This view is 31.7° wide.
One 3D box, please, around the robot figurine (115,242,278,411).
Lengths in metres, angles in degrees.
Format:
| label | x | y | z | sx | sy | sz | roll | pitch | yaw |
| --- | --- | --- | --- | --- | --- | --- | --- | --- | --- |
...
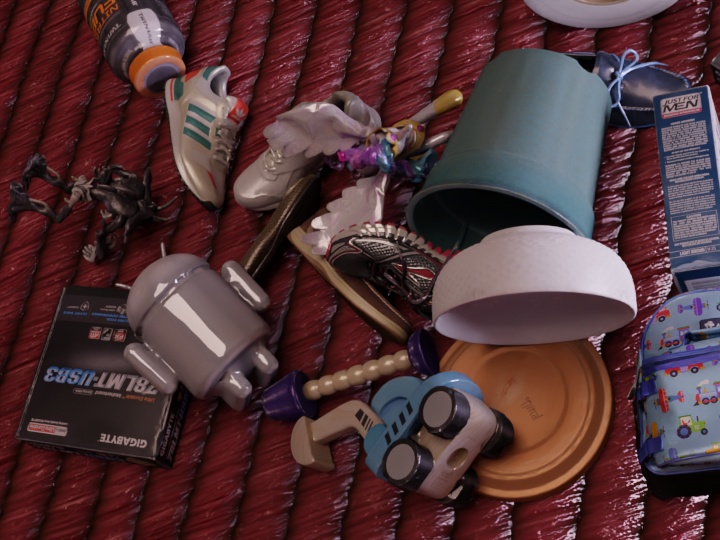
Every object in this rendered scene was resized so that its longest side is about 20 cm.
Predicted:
| label | x | y | z | sx | sy | sz | roll | pitch | yaw |
| --- | --- | --- | --- | --- | --- | --- | --- | --- | --- |
| robot figurine | -0.179 | 0.062 | 1.402 | 0.200 | 0.113 | 0.169 | 45 | 64 | 10 |

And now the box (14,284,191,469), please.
| label | x | y | z | sx | sy | sz | roll | pitch | yaw |
| --- | --- | --- | --- | --- | --- | --- | --- | --- | --- |
| box | -0.290 | 0.122 | 1.497 | 0.199 | 0.050 | 0.200 | 5 | 67 | 24 |

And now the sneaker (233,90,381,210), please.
| label | x | y | z | sx | sy | sz | roll | pitch | yaw |
| --- | --- | --- | --- | --- | --- | --- | --- | --- | --- |
| sneaker | -0.077 | -0.151 | 1.502 | 0.200 | 0.099 | 0.078 | -36 | 58 | 4 |

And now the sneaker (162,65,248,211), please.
| label | x | y | z | sx | sy | sz | roll | pitch | yaw |
| --- | --- | --- | --- | --- | --- | --- | --- | --- | --- |
| sneaker | -0.183 | -0.172 | 1.573 | 0.093 | 0.070 | 0.201 | -22 | 60 | 13 |

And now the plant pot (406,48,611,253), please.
| label | x | y | z | sx | sy | sz | roll | pitch | yaw |
| --- | --- | --- | --- | --- | --- | --- | --- | --- | --- |
| plant pot | 0.171 | -0.113 | 1.338 | 0.199 | 0.201 | 0.197 | 7 | 61 | 25 |

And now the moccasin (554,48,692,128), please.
| label | x | y | z | sx | sy | sz | roll | pitch | yaw |
| --- | --- | --- | --- | --- | --- | --- | --- | --- | --- |
| moccasin | 0.264 | -0.203 | 1.401 | 0.199 | 0.068 | 0.081 | 6 | 69 | 25 |

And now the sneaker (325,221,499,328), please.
| label | x | y | z | sx | sy | sz | roll | pitch | yaw |
| --- | --- | --- | --- | --- | --- | --- | --- | --- | --- |
| sneaker | 0.057 | 0.007 | 1.341 | 0.199 | 0.081 | 0.075 | 16 | 61 | 8 |

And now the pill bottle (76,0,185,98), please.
| label | x | y | z | sx | sy | sz | roll | pitch | yaw |
| --- | --- | --- | --- | --- | --- | --- | --- | --- | --- |
| pill bottle | -0.297 | -0.318 | 1.668 | 0.106 | 0.106 | 0.201 | -34 | 58 | 5 |

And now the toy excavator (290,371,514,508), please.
| label | x | y | z | sx | sy | sz | roll | pitch | yaw |
| --- | --- | --- | --- | --- | --- | --- | --- | --- | --- |
| toy excavator | 0.032 | 0.165 | 1.302 | 0.195 | 0.100 | 0.200 | -55 | 42 | 10 |

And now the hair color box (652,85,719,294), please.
| label | x | y | z | sx | sy | sz | roll | pitch | yaw |
| --- | --- | --- | --- | --- | --- | --- | --- | --- | --- |
| hair color box | 0.343 | -0.074 | 1.290 | 0.060 | 0.100 | 0.201 | -9 | 63 | 20 |

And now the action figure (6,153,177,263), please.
| label | x | y | z | sx | sy | sz | roll | pitch | yaw |
| --- | --- | --- | --- | --- | --- | --- | --- | --- | --- |
| action figure | -0.329 | -0.082 | 1.580 | 0.199 | 0.102 | 0.120 | 13 | 61 | 0 |

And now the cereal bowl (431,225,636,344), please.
| label | x | y | z | sx | sy | sz | roll | pitch | yaw |
| --- | --- | --- | --- | --- | --- | --- | --- | --- | --- |
| cereal bowl | 0.166 | 0.010 | 1.226 | 0.199 | 0.200 | 0.084 | -7 | 73 | 20 |

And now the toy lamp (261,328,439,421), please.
| label | x | y | z | sx | sy | sz | roll | pitch | yaw |
| --- | --- | --- | --- | --- | --- | --- | --- | --- | --- |
| toy lamp | -0.014 | 0.119 | 1.370 | 0.199 | 0.058 | 0.059 | -19 | 61 | 21 |

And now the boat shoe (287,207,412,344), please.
| label | x | y | z | sx | sy | sz | roll | pitch | yaw |
| --- | --- | --- | --- | --- | --- | --- | --- | --- | --- |
| boat shoe | 0.000 | 0.000 | 1.420 | 0.072 | 0.072 | 0.200 | -43 | 54 | -3 |

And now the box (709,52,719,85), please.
| label | x | y | z | sx | sy | sz | roll | pitch | yaw |
| --- | --- | --- | --- | --- | --- | --- | --- | --- | --- |
| box | 0.496 | -0.246 | 1.337 | 0.159 | 0.046 | 0.200 | 39 | 86 | 32 |

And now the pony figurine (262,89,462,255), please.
| label | x | y | z | sx | sy | sz | roll | pitch | yaw |
| --- | --- | --- | --- | --- | --- | --- | --- | --- | --- |
| pony figurine | 0.013 | -0.129 | 1.398 | 0.192 | 0.200 | 0.167 | -25 | 92 | 31 |

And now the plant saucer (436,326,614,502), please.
| label | x | y | z | sx | sy | sz | roll | pitch | yaw |
| --- | --- | --- | --- | --- | --- | --- | --- | --- | --- |
| plant saucer | 0.161 | 0.137 | 1.310 | 0.199 | 0.032 | 0.202 | -9 | 65 | 19 |

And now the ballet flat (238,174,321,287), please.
| label | x | y | z | sx | sy | sz | roll | pitch | yaw |
| --- | --- | --- | --- | --- | --- | --- | --- | --- | --- |
| ballet flat | -0.111 | -0.030 | 1.483 | 0.046 | 0.067 | 0.201 | 30 | 87 | 23 |

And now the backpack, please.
| label | x | y | z | sx | sy | sz | roll | pitch | yaw |
| --- | --- | --- | --- | --- | --- | --- | --- | --- | --- |
| backpack | 0.342 | 0.101 | 1.192 | 0.181 | 0.135 | 0.201 | -7 | 61 | 19 |

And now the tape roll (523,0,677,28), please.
| label | x | y | z | sx | sy | sz | roll | pitch | yaw |
| --- | --- | --- | --- | --- | --- | --- | --- | --- | --- |
| tape roll | 0.269 | -0.383 | 1.406 | 0.201 | 0.203 | 0.140 | -8 | 64 | 19 |
